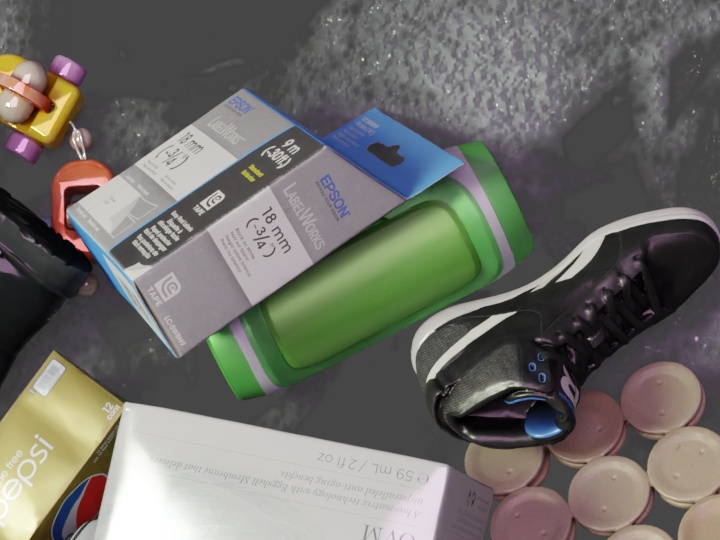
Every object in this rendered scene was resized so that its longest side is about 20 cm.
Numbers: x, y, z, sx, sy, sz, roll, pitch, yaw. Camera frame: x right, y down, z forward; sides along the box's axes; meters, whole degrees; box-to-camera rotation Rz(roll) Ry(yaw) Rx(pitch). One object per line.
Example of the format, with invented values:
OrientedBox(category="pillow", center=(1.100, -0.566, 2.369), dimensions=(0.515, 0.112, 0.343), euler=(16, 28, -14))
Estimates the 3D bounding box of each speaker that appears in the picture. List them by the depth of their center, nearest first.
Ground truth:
OrientedBox(category="speaker", center=(0.000, 0.000, 1.355), dimensions=(0.199, 0.088, 0.089), euler=(-27, 79, -1))

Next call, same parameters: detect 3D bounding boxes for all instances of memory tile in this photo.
OrientedBox(category="memory tile", center=(0.153, 0.151, 1.304), dimensions=(0.152, 0.017, 0.201), euler=(-22, 51, 6))

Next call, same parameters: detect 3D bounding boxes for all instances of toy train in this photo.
OrientedBox(category="toy train", center=(-0.232, -0.064, 1.398), dimensions=(0.198, 0.056, 0.152), euler=(2, 80, 4))

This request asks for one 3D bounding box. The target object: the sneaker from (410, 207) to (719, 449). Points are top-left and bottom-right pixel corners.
OrientedBox(category="sneaker", center=(0.131, 0.045, 1.319), dimensions=(0.199, 0.112, 0.073), euler=(-26, 121, 6))

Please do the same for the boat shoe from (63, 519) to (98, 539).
OrientedBox(category="boat shoe", center=(-0.196, 0.213, 1.284), dimensions=(0.070, 0.072, 0.200), euler=(12, 43, 18))

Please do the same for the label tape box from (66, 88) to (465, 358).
OrientedBox(category="label tape box", center=(-0.059, -0.049, 1.325), dimensions=(0.199, 0.144, 0.064), euler=(-35, 117, -9))

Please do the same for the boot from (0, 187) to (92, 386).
OrientedBox(category="boot", center=(-0.282, 0.006, 1.352), dimensions=(0.200, 0.076, 0.168), euler=(39, 98, -4))

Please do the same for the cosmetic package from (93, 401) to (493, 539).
OrientedBox(category="cosmetic package", center=(-0.048, 0.196, 1.288), dimensions=(0.198, 0.123, 0.202), euler=(9, 82, 18))

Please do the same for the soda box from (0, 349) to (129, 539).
OrientedBox(category="soda box", center=(-0.208, 0.152, 1.346), dimensions=(0.064, 0.068, 0.201), euler=(35, 84, 22))
